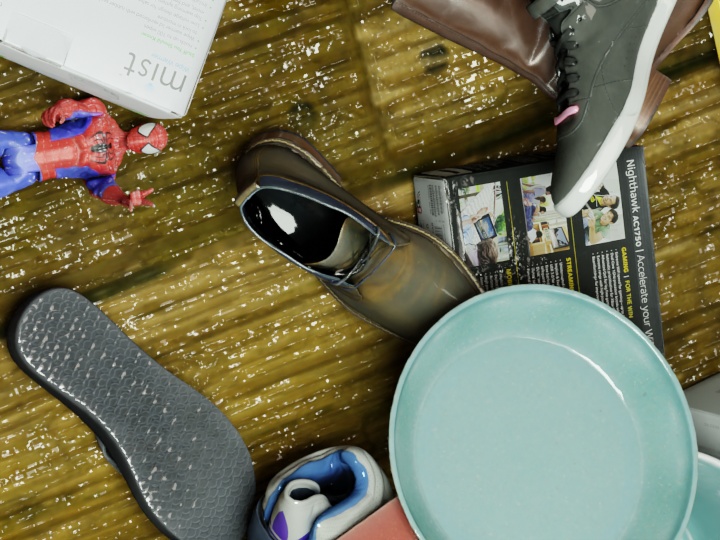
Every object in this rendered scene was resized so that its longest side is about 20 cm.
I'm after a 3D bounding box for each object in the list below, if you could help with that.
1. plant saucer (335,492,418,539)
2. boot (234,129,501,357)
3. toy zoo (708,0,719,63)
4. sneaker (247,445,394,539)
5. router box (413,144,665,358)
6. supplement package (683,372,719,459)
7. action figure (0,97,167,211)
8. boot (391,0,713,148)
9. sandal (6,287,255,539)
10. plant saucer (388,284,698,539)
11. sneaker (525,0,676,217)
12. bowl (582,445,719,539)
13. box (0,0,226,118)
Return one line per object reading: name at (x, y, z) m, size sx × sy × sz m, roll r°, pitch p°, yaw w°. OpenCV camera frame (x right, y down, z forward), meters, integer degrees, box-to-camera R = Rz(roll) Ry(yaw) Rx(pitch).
plant saucer at (-0.037, 0.254, 1.448) m, size 0.199 × 0.037 × 0.201 m, roll -32°, pitch 146°, yaw -34°
boot at (0.000, 0.000, 1.471) m, size 0.199 × 0.097 × 0.075 m, roll 37°, pitch 106°, yaw -4°
toy zoo at (0.301, -0.135, 1.593) m, size 0.130 × 0.020 × 0.202 m, roll -9°, pitch 107°, yaw 24°
sneaker at (-0.059, 0.186, 1.462) m, size 0.200 × 0.080 × 0.147 m, roll -38°, pitch 147°, yaw -22°
router box at (0.119, 0.027, 1.570) m, size 0.148 × 0.051 × 0.202 m, roll -10°, pitch 98°, yaw -23°
supplement package at (0.300, 0.163, 1.620) m, size 0.116 × 0.117 × 0.201 m, roll -24°, pitch 103°, yaw -20°
action figure at (-0.198, -0.061, 1.413) m, size 0.199 × 0.099 × 0.066 m, roll -12°, pitch 101°, yaw -23°
boot at (0.125, -0.201, 1.551) m, size 0.199 × 0.064 × 0.187 m, roll 30°, pitch 67°, yaw -11°
sandal at (-0.136, 0.089, 1.483) m, size 0.076 × 0.043 × 0.201 m, roll -44°, pitch 105°, yaw -23°
plant saucer at (0.106, 0.110, 1.468) m, size 0.198 × 0.036 × 0.202 m, roll 5°, pitch 74°, yaw -16°
sneaker at (0.127, -0.137, 1.483) m, size 0.099 × 0.071 × 0.201 m, roll 23°, pitch 76°, yaw -13°
bowl at (0.171, 0.205, 1.569) m, size 0.199 × 0.105 × 0.203 m, roll -1°, pitch 96°, yaw -12°
box at (-0.171, -0.204, 1.407) m, size 0.199 × 0.097 × 0.178 m, roll 20°, pitch 88°, yaw -23°
